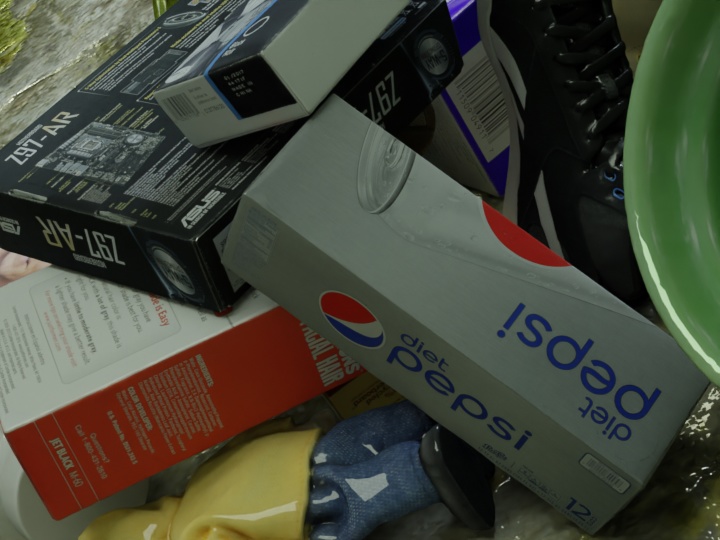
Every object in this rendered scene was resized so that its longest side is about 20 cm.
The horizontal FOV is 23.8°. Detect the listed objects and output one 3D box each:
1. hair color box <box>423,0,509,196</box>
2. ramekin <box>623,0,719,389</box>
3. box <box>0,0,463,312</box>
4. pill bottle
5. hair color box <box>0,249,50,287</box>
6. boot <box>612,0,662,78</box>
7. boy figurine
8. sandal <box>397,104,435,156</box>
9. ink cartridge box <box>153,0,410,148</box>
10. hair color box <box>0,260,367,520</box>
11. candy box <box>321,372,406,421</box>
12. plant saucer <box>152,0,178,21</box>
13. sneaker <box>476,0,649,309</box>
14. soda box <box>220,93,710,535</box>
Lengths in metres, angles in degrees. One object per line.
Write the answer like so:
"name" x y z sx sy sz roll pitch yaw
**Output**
"hair color box" 0.027 -0.121 1.026 0.065 0.109 0.200 -41 30 -16
"ramekin" 0.194 -0.041 0.567 0.200 0.098 0.200 -11 75 48
"box" -0.070 -0.073 0.838 0.160 0.044 0.200 13 47 37
"pill bottle" -0.190 0.089 0.923 0.104 0.104 0.200 -43 30 -18
"hair color box" -0.199 0.012 1.095 0.200 0.061 0.100 -21 31 19
"boot" 0.152 -0.177 0.939 0.073 0.156 0.200 -3 40 43
"boy figurine" -0.040 0.115 0.776 0.200 0.064 0.124 -25 30 16
"sandal" -0.052 -0.054 0.944 0.200 0.082 0.055 -33 6 15
"ink cartridge box" -0.002 -0.139 0.781 0.200 0.039 0.099 -49 21 -29
"hair color box" -0.075 0.024 0.807 0.200 0.064 0.111 -26 37 -6
"candy box" 0.000 0.000 0.924 0.117 0.057 0.200 -36 27 -5
"plant saucer" -0.066 -0.153 1.025 0.200 0.048 0.200 -45 43 39
"sneaker" 0.118 -0.080 0.800 0.073 0.200 0.112 -19 24 -29
"soda box" 0.043 0.018 0.713 0.068 0.200 0.063 -50 -8 -29
